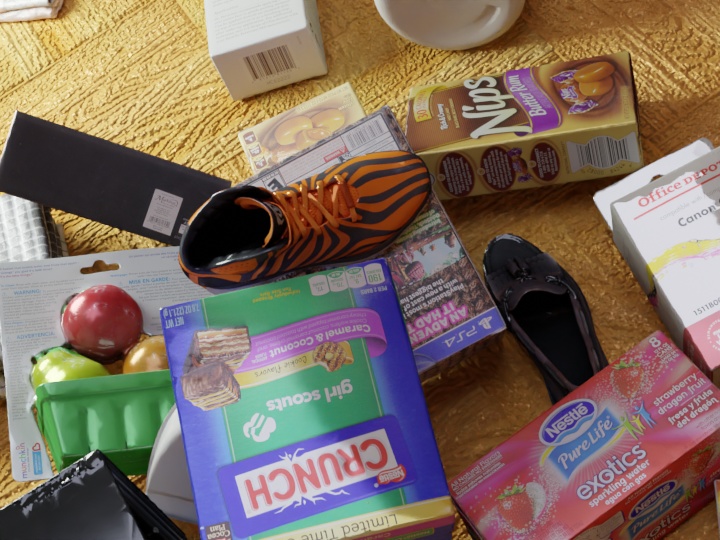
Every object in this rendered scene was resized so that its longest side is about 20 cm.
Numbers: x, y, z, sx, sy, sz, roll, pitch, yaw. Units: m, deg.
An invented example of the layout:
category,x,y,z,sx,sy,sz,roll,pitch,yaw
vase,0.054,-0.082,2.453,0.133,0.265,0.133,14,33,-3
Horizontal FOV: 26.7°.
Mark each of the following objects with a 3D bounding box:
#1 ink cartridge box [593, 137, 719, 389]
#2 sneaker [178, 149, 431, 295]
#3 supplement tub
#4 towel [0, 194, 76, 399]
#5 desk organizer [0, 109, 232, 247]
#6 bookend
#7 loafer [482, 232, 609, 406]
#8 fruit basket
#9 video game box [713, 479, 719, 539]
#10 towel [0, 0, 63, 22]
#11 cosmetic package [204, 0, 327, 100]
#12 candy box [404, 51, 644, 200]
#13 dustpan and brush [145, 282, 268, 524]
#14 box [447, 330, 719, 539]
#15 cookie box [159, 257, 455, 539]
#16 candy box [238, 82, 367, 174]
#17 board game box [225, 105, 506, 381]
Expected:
category,x,y,z,sx,sy,sz,roll,pitch,yaw
ink cartridge box,0.272,-0.019,1.183,0.116,0.068,0.201,-27,63,0
sneaker,-0.040,-0.036,1.110,0.199,0.112,0.078,-26,82,0
supplement tub,0.088,-0.325,1.426,0.144,0.145,0.201,-5,55,15
towel,-0.343,0.023,1.370,0.165,0.086,0.201,-22,53,2
desk organizer,-0.225,-0.078,1.362,0.199,0.077,0.072,18,89,-16
bookend,-0.153,0.262,1.085,0.092,0.199,0.200,-31,60,-4
loafer,0.151,0.037,1.207,0.072,0.063,0.201,-25,53,0
fruit basket,-0.205,0.075,1.264,0.184,0.094,0.201,-6,56,-13
video game box,0.347,0.223,1.026,0.199,0.047,0.183,-7,53,14
towel,-0.393,-0.356,1.680,0.190,0.032,0.201,2,57,20
cosmetic package,-0.099,-0.273,1.499,0.101,0.071,0.201,-15,54,9
candy box,0.139,-0.123,1.306,0.199,0.057,0.117,-9,36,13
dustpan and brush,-0.088,0.106,1.163,0.139,0.201,0.057,12,31,4
box,0.173,0.151,1.099,0.200,0.100,0.096,-35,53,-6
cookie box,-0.039,0.109,1.052,0.170,0.075,0.201,-13,62,-5
candy box,-0.021,-0.063,1.338,0.115,0.055,0.201,-25,53,0
board game box,0.000,0.000,1.209,0.159,0.097,0.201,-27,82,-1
